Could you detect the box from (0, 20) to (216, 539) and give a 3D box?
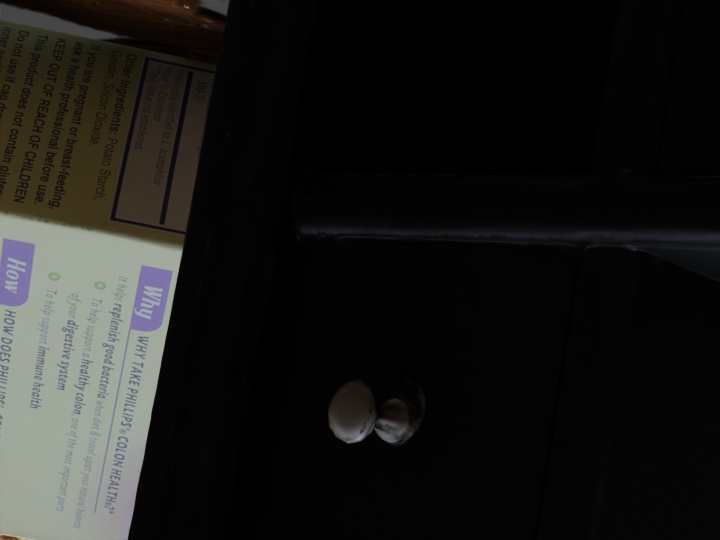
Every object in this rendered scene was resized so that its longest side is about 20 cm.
[{"bbox_3d":[-0.108,0.010,0.718,0.200,0.097,0.176,11,135,-6],"label":"box"}]

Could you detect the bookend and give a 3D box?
[{"bbox_3d":[0.065,0.003,0.357,0.199,0.200,0.092,4,171,43],"label":"bookend"}]
